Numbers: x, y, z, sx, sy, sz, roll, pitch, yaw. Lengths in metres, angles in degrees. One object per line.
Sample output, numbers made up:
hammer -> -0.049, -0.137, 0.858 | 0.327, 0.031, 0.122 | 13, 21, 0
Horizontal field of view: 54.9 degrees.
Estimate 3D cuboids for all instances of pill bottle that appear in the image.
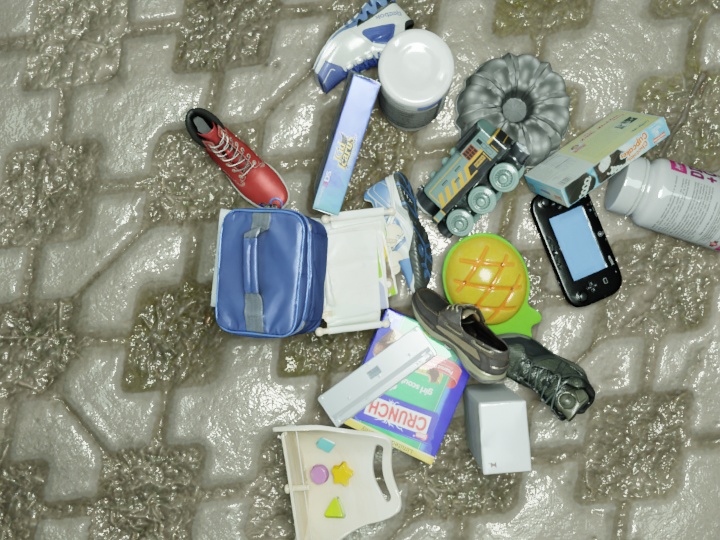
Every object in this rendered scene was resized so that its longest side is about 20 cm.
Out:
pill bottle -> 0.082, -0.288, 1.088 | 0.112, 0.200, 0.115 | 0, 88, 1
pill bottle -> 0.505, -0.112, 1.109 | 0.198, 0.113, 0.115 | 18, 89, 3

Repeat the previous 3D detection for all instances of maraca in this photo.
maraca -> 0.212, 0.036, 1.121 | 0.136, 0.107, 0.202 | -25, 98, 10

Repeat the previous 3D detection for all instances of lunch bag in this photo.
lunch bag -> -0.127, -0.003, 0.999 | 0.134, 0.132, 0.203 | 2, 91, 13

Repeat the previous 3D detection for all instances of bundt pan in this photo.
bundt pan -> 0.256, -0.267, 1.144 | 0.199, 0.076, 0.205 | 0, 87, 3

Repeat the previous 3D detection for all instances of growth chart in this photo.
growth chart -> 0.000, 0.000, 1.079 | 0.143, 0.018, 0.203 | 1, 90, -22

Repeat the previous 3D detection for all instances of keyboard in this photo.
keyboard -> 0.026, 0.168, 1.098 | 0.199, 0.011, 0.057 | -36, 78, 2

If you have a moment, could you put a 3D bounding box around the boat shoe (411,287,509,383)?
boat shoe -> 0.160, 0.084, 1.072 | 0.200, 0.074, 0.074 | 44, 128, 30

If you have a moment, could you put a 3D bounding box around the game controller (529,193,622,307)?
game controller -> 0.357, -0.044, 1.149 | 0.103, 0.042, 0.202 | -22, 88, 1

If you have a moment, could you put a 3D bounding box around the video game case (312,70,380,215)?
video game case -> -0.025, -0.203, 1.074 | 0.045, 0.181, 0.202 | 17, 106, -7

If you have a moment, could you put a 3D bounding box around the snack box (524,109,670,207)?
snack box -> 0.374, -0.184, 1.108 | 0.199, 0.116, 0.037 | -35, 115, -3

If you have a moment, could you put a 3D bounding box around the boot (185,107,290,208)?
boot -> -0.200, -0.176, 1.124 | 0.200, 0.144, 0.072 | 44, 88, 2

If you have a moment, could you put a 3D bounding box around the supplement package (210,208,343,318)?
supplement package -> -0.129, -0.009, 1.132 | 0.197, 0.111, 0.158 | 6, 88, 3

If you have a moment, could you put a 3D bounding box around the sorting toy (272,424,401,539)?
sorting toy -> -0.029, 0.330, 1.100 | 0.178, 0.107, 0.203 | -8, 90, 14

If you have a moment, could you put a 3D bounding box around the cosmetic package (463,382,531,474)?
cosmetic package -> 0.205, 0.236, 1.066 | 0.070, 0.200, 0.103 | -4, 89, 2

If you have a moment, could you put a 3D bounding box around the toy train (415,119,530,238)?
toy train -> 0.176, -0.145, 1.112 | 0.114, 0.085, 0.200 | 43, 122, 0

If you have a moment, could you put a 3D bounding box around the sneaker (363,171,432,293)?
sneaker -> 0.065, -0.057, 1.155 | 0.076, 0.076, 0.202 | -16, 88, 24

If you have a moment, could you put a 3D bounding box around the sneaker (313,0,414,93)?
sneaker -> 0.020, -0.364, 1.153 | 0.115, 0.081, 0.200 | 42, 88, 5

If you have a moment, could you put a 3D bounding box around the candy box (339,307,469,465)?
candy box -> 0.078, 0.185, 1.134 | 0.168, 0.077, 0.202 | 23, 90, 4

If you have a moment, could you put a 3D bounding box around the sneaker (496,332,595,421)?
sneaker -> 0.285, 0.166, 1.086 | 0.198, 0.114, 0.077 | 27, 104, -12
